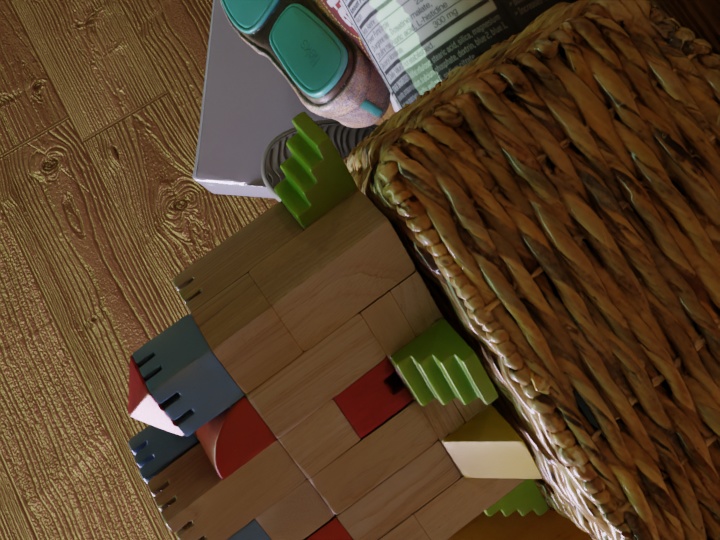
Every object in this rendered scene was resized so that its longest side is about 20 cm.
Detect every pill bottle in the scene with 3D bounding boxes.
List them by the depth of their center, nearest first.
[{"bbox_3d":[0.048,-0.129,0.581,0.202,0.105,0.106,61,177,0],"label":"pill bottle"}]

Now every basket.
[{"bbox_3d":[0.100,-0.002,0.502,0.201,0.142,0.149,55,176,-6],"label":"basket"}]

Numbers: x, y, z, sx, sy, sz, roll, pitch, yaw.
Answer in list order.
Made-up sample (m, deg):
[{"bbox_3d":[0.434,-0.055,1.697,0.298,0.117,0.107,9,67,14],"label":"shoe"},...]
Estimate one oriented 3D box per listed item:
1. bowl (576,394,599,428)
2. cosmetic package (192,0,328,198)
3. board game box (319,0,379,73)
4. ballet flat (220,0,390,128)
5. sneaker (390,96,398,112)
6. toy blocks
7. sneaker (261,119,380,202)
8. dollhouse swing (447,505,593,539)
[{"bbox_3d":[0.175,0.111,0.738,0.202,0.104,0.201,61,177,6],"label":"bowl"},{"bbox_3d":[-0.059,-0.155,0.938,0.090,0.105,0.203,14,-96,-85],"label":"cosmetic package"},{"bbox_3d":[0.016,-0.138,0.684,0.200,0.019,0.103,49,170,-8],"label":"board game box"},{"bbox_3d":[-0.038,-0.158,0.809,0.067,0.068,0.201,24,-151,-46],"label":"ballet flat"},{"bbox_3d":[0.046,-0.157,0.840,0.079,0.074,0.201,44,173,35],"label":"sneaker"},{"bbox_3d":[-0.024,0.062,0.482,0.100,0.136,0.201,49,172,52],"label":"toy blocks"},{"bbox_3d":[0.031,-0.055,0.884,0.106,0.197,0.076,74,-158,-81],"label":"sneaker"},{"bbox_3d":[0.035,0.107,0.662,0.201,0.180,0.176,60,154,16],"label":"dollhouse swing"}]
